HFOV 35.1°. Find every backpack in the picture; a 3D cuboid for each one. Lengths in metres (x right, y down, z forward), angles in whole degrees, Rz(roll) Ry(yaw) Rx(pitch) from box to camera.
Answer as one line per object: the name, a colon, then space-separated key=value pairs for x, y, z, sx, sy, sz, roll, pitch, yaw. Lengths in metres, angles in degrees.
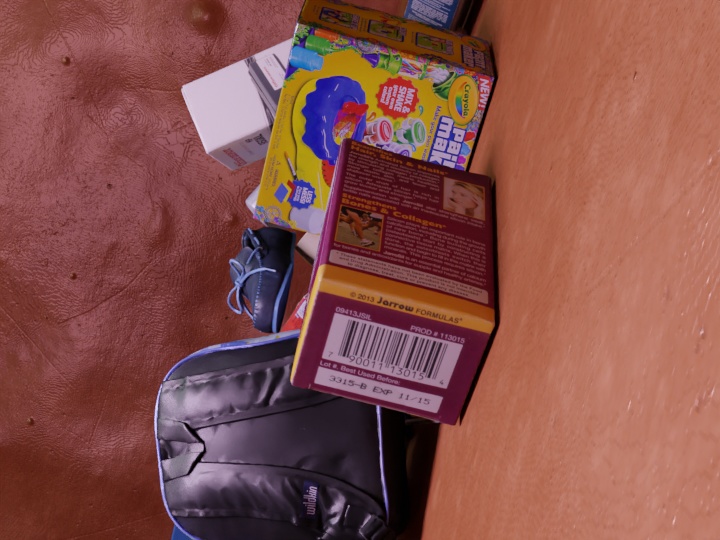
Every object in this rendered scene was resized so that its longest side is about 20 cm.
backpack: x=-0.060 y=0.147 z=0.951 sx=0.147 sy=0.197 sz=0.186 roll=31 pitch=-126 yaw=-73

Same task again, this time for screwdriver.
screwdriver: x=0.043 y=0.127 z=0.987 sx=0.200 sy=0.028 sz=0.029 roll=124 pitch=131 yaw=-74

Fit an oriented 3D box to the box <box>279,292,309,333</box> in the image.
box: x=-0.019 y=0.068 z=1.154 sx=0.095 sy=0.100 sz=0.200 roll=-45 pitch=-5 yaw=-30

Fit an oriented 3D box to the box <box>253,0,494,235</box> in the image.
box: x=0.012 y=-0.141 z=1.124 sx=0.122 sy=0.190 sz=0.202 roll=-84 pitch=8 yaw=-63

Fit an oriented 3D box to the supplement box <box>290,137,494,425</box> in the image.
supplement box: x=0.027 y=0.003 z=0.867 sx=0.201 sy=0.129 sz=0.104 roll=-81 pitch=6 yaw=-54

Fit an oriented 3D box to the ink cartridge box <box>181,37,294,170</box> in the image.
ink cartridge box: x=-0.086 y=-0.196 z=1.291 sx=0.145 sy=0.198 sz=0.085 roll=33 pitch=-145 yaw=-84

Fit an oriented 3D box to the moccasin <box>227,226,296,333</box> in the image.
moccasin: x=-0.108 y=0.011 z=1.209 sx=0.200 sy=0.067 sz=0.081 roll=-96 pitch=19 yaw=-71

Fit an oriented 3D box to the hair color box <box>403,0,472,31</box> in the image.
hair color box: x=0.098 y=-0.325 z=1.319 sx=0.101 sy=0.060 sz=0.201 roll=-61 pitch=-5 yaw=-32

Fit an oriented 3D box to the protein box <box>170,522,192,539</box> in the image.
protein box: x=-0.121 y=0.332 z=1.331 sx=0.135 sy=0.197 sz=0.201 roll=-85 pitch=9 yaw=-65

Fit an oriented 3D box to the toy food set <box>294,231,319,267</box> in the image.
toy food set: x=0.000 y=0.000 z=1.258 sx=0.060 sy=0.143 sz=0.200 roll=-47 pitch=2 yaw=-5

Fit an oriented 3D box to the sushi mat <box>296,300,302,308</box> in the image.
sushi mat: x=-0.048 y=0.063 z=1.357 sx=0.200 sy=0.012 sz=0.097 roll=-37 pitch=-42 yaw=-72

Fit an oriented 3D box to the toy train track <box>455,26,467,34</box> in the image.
toy train track: x=0.096 y=-0.195 z=1.286 sx=0.115 sy=0.032 sz=0.202 roll=115 pitch=176 yaw=-57

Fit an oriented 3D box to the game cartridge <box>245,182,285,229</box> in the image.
game cartridge: x=-0.067 y=-0.107 z=1.371 sx=0.133 sy=0.041 sz=0.200 roll=-51 pitch=-9 yaw=10
